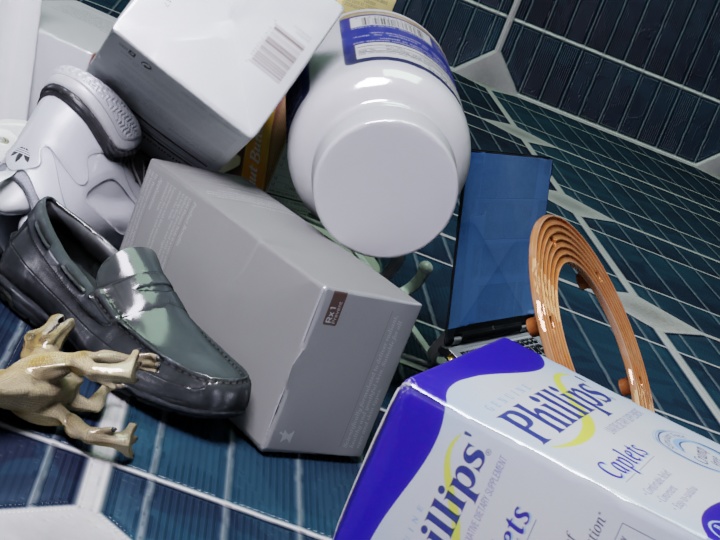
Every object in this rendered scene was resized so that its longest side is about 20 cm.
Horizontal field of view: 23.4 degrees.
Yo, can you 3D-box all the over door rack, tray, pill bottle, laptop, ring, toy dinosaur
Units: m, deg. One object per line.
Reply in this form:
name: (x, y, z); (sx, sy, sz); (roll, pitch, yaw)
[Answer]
over door rack: (0.000, 0.000, 1.213); (0.148, 0.067, 0.199); (53, 23, 21)
tray: (-0.273, -0.146, 1.192); (0.022, 0.202, 0.107); (7, -1, 43)
pill bottle: (0.010, -0.088, 1.135); (0.119, 0.120, 0.200); (20, 22, -11)
laptop: (0.139, 0.028, 1.211); (0.200, 0.116, 0.187); (45, 18, 16)
ring: (0.156, 0.059, 1.186); (0.019, 0.202, 0.200); (-20, -4, 23)
toy dinosaur: (-0.162, 0.061, 0.884); (0.100, 0.059, 0.200); (8, 4, 7)

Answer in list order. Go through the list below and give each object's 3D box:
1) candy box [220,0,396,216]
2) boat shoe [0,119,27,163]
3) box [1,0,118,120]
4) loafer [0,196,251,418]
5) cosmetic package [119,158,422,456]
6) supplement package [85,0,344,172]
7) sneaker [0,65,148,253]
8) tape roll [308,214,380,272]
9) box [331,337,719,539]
candy box: (-0.061, -0.134, 1.295); (0.055, 0.201, 0.115); (11, 17, -42)
boat shoe: (-0.256, -0.058, 1.139); (0.199, 0.071, 0.069); (1, 23, -35)
box: (-0.232, -0.132, 1.335); (0.097, 0.125, 0.200); (24, 13, 7)
loafer: (-0.136, 0.021, 1.005); (0.200, 0.071, 0.068); (31, 16, 34)
cosmetic package: (-0.065, 0.020, 1.052); (0.090, 0.108, 0.200); (9, 20, -45)
supplement package: (-0.111, -0.135, 1.151); (0.109, 0.114, 0.200); (38, -20, -9)
sneaker: (-0.177, -0.032, 1.147); (0.075, 0.115, 0.200); (24, -24, 36)
tape roll: (-0.081, -0.021, 1.342); (0.201, 0.037, 0.203); (20, 14, -5)
box: (0.114, 0.131, 0.904); (0.199, 0.106, 0.184); (26, 13, 17)
